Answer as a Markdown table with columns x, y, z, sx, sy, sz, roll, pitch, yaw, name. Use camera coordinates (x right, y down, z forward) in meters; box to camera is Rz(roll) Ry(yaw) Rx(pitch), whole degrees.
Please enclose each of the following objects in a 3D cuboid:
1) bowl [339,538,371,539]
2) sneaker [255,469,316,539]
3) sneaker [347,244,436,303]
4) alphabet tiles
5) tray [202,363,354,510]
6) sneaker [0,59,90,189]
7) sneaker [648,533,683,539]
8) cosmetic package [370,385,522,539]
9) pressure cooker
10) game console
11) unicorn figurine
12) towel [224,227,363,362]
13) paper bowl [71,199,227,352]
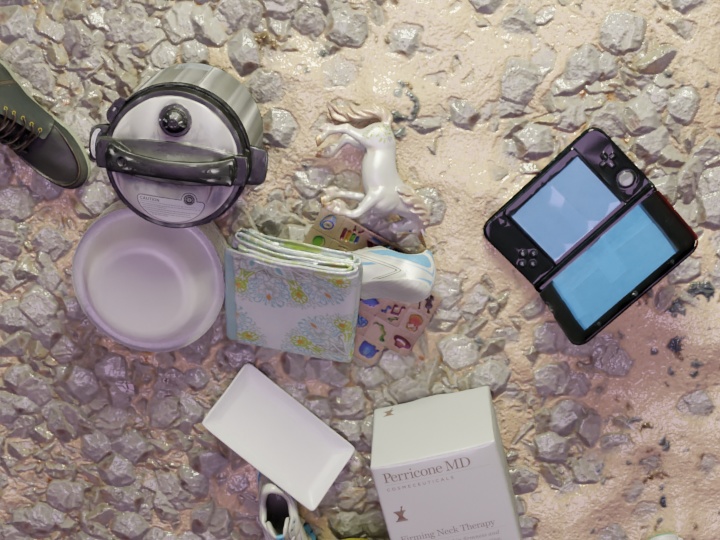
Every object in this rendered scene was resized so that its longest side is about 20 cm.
| x | y | z | sx | sy | sz | roll | pitch | yaw | name |
| --- | --- | --- | --- | --- | --- | --- | --- | --- | --- |
| -0.011 | 0.446 | 1.554 | 0.199 | 0.108 | 0.201 | -1 | 117 | -3 | bowl |
| -0.110 | 0.367 | 1.546 | 0.075 | 0.087 | 0.201 | -13 | 111 | 5 | sneaker |
| 0.000 | 0.000 | 1.414 | 0.199 | 0.073 | 0.072 | 5 | 140 | 13 | sneaker |
| -0.001 | 0.030 | 1.456 | 0.199 | 0.008 | 0.168 | 28 | 109 | -8 | alphabet tiles |
| -0.112 | 0.228 | 1.508 | 0.200 | 0.022 | 0.108 | 41 | 73 | -12 | tray |
| -0.421 | -0.167 | 1.347 | 0.075 | 0.106 | 0.200 | -39 | 104 | 15 | sneaker |
| 0.450 | 0.477 | 1.557 | 0.077 | 0.091 | 0.201 | -19 | 109 | 11 | sneaker |
| 0.116 | 0.289 | 1.463 | 0.167 | 0.166 | 0.201 | -13 | 109 | 8 | cosmetic package |
| -0.211 | -0.146 | 1.296 | 0.176 | 0.200 | 0.179 | -33 | 106 | 13 | pressure cooker |
| 0.277 | -0.044 | 1.355 | 0.172 | 0.119 | 0.200 | 43 | 106 | -13 | game console |
| 0.017 | -0.111 | 1.363 | 0.137 | 0.074 | 0.201 | -6 | 105 | -7 | unicorn figurine |
| -0.087 | 0.038 | 1.397 | 0.170 | 0.048 | 0.200 | 14 | 139 | 6 | towel |
| -0.270 | 0.009 | 1.409 | 0.200 | 0.104 | 0.202 | 1 | 112 | 3 | paper bowl |
